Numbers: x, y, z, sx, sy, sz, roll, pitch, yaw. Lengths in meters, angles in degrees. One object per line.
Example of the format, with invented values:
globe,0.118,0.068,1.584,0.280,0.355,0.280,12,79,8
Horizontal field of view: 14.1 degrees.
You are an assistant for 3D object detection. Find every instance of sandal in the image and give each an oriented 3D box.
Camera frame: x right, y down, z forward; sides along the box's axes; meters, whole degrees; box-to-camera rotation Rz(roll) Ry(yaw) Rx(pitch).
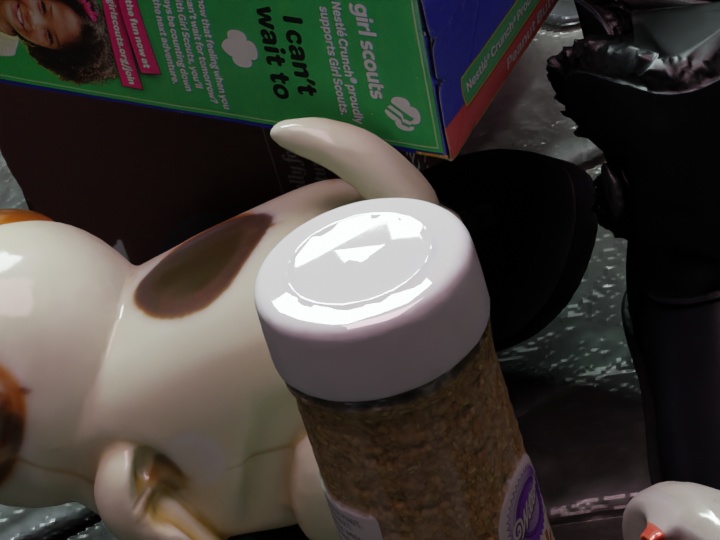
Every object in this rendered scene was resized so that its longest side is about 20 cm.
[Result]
sandal,0.000,0.001,1.122,0.200,0.043,0.076,-12,77,31

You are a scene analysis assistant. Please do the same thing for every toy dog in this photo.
toy dog,-0.063,0.038,1.018,0.200,0.194,0.140,0,48,10

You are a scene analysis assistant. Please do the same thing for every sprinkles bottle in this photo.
sprinkles bottle,0.024,0.074,0.916,0.068,0.200,0.068,-12,35,8

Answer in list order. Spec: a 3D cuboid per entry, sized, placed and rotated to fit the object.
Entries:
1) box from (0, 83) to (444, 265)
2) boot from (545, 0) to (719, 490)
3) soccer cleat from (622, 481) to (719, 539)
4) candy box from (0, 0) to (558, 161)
box,-0.052,-0.117,1.234,0.164,0.166,0.200,-4,38,16
boot,0.121,-0.001,1.005,0.076,0.168,0.200,-15,36,0
soccer cleat,0.169,0.119,0.918,0.078,0.069,0.200,-33,45,-29
candy box,-0.024,-0.131,1.045,0.200,0.077,0.169,10,45,28
